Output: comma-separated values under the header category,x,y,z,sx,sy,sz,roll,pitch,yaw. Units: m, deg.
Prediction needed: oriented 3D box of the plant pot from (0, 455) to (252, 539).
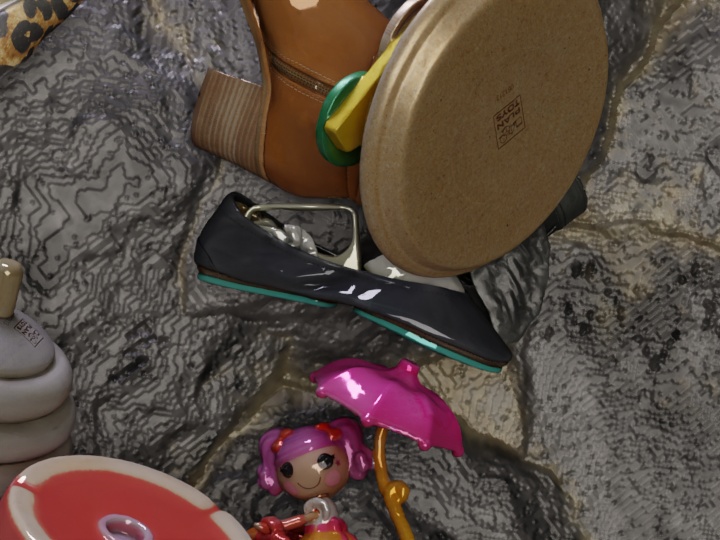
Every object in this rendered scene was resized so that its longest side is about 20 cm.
category,x,y,z,sx,sy,sz,roll,pitch,yaw
plant pot,-0.147,0.210,1.109,0.199,0.201,0.178,19,110,-7

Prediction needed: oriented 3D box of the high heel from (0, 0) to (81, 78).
category,x,y,z,sx,sy,sz,roll,pitch,yaw
high heel,-0.212,-0.071,1.206,0.200,0.071,0.143,-36,101,-6

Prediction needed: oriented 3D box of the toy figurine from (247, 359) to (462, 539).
category,x,y,z,sx,sy,sz,roll,pitch,yaw
toy figurine,-0.004,0.147,1.207,0.199,0.150,0.185,-14,75,16

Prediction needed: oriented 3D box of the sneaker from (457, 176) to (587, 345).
category,x,y,z,sx,sy,sz,roll,pitch,yaw
sneaker,0.062,-0.061,1.244,0.104,0.060,0.200,-37,97,-12

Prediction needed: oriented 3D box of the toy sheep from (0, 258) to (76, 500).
category,x,y,z,sx,sy,sz,roll,pitch,yaw
toy sheep,-0.224,0.084,1.162,0.137,0.138,0.201,13,116,-8

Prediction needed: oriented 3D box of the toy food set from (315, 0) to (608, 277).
category,x,y,z,sx,sy,sz,roll,pitch,yaw
toy food set,0.066,-0.092,1.141,0.049,0.198,0.200,30,74,37

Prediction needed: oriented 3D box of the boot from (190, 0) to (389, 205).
category,x,y,z,sx,sy,sz,roll,pitch,yaw
boot,-0.003,-0.138,1.202,0.154,0.077,0.201,18,91,17

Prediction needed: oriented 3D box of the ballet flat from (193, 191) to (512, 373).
category,x,y,z,sx,sy,sz,roll,pitch,yaw
ballet flat,0.000,0.000,1.211,0.199,0.073,0.074,18,86,9
